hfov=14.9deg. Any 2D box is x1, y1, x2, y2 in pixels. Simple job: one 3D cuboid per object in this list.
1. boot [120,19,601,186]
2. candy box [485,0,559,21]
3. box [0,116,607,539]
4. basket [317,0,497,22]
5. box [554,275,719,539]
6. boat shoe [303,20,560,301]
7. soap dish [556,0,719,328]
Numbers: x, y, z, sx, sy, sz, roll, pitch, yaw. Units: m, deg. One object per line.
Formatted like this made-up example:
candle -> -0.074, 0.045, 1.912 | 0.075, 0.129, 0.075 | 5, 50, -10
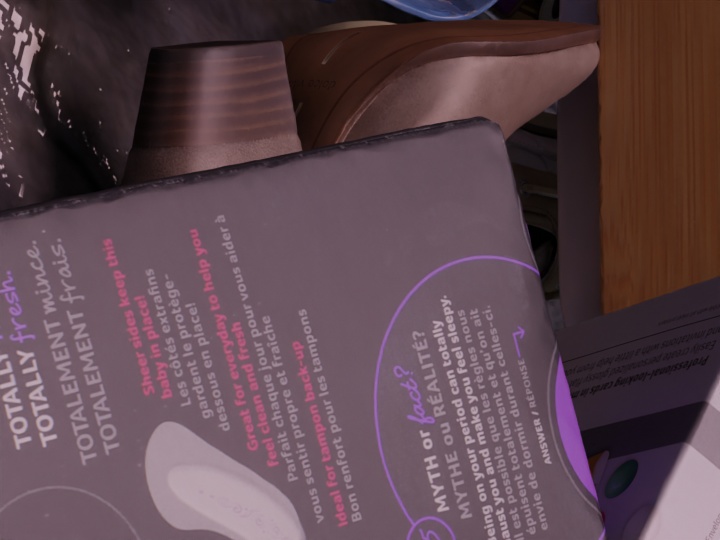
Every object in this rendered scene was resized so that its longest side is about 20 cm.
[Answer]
boot -> 0.000, 0.000, 0.841 | 0.200, 0.070, 0.146 | -9, 99, -39
candy box -> 0.066, -0.153, 0.997 | 0.117, 0.056, 0.200 | -54, 139, 4
box -> -0.055, 0.044, 0.677 | 0.200, 0.106, 0.122 | -13, 87, -39
basket -> 0.003, -0.169, 0.828 | 0.200, 0.176, 0.139 | 17, 28, -33
box -> 0.043, 0.100, 0.759 | 0.041, 0.156, 0.200 | 37, 64, -17
boat shoe -> 0.048, -0.019, 0.959 | 0.200, 0.075, 0.068 | 21, 60, -41
soap dish -> 0.135, -0.032, 0.936 | 0.157, 0.081, 0.200 | 42, 41, -44
